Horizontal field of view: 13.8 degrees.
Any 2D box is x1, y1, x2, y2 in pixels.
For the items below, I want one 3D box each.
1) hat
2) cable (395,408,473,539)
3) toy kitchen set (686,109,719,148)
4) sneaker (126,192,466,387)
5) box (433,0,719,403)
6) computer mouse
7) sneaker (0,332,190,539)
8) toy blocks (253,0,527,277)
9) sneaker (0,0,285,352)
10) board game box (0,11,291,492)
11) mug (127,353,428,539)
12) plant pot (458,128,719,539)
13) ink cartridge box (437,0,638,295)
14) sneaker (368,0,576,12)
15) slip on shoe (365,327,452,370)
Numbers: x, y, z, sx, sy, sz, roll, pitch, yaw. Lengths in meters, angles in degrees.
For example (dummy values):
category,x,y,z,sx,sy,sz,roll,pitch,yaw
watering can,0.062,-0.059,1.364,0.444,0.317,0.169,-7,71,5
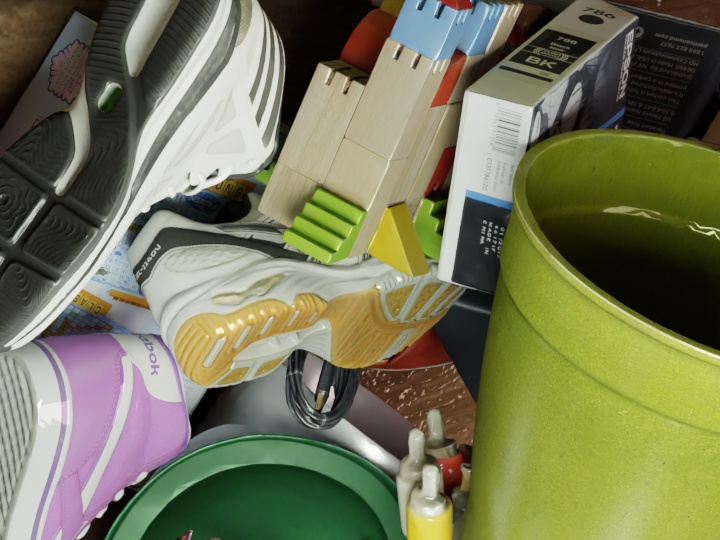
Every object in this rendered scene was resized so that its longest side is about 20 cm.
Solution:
category,x,y,z,sx,sy,sz,roll,pitch,yaw
hat,-0.036,0.181,1.396,0.199,0.176,0.166,15,104,-22
cable,0.039,0.166,1.481,0.097,0.050,0.201,-72,167,-68
toy kitchen set,0.241,0.038,1.541,0.200,0.180,0.164,-56,148,-30
sneaker,-0.027,-0.003,1.426,0.200,0.088,0.076,-3,139,-51
box,0.133,-0.021,1.616,0.201,0.107,0.149,-62,150,-22
computer mouse,0.000,0.000,1.517,0.059,0.034,0.200,39,52,-19
sneaker,-0.140,0.111,1.410,0.114,0.073,0.201,-10,141,-41
toy blocks,0.026,-0.085,1.406,0.137,0.100,0.200,-66,165,14
sneaker,-0.095,-0.036,1.327,0.201,0.076,0.115,-56,144,-2
board game box,-0.121,-0.003,1.430,0.200,0.041,0.200,-57,146,4
mug,-0.055,0.141,1.542,0.176,0.148,0.200,-54,147,6
plant pot,0.133,0.069,1.362,0.200,0.200,0.194,-12,131,-45
ink cartridge box,0.095,-0.068,1.448,0.200,0.039,0.100,-44,145,-59
sneaker,0.043,-0.166,1.478,0.093,0.070,0.200,-40,150,11
slip on shoe,0.015,0.026,1.603,0.200,0.061,0.074,13,107,-56
